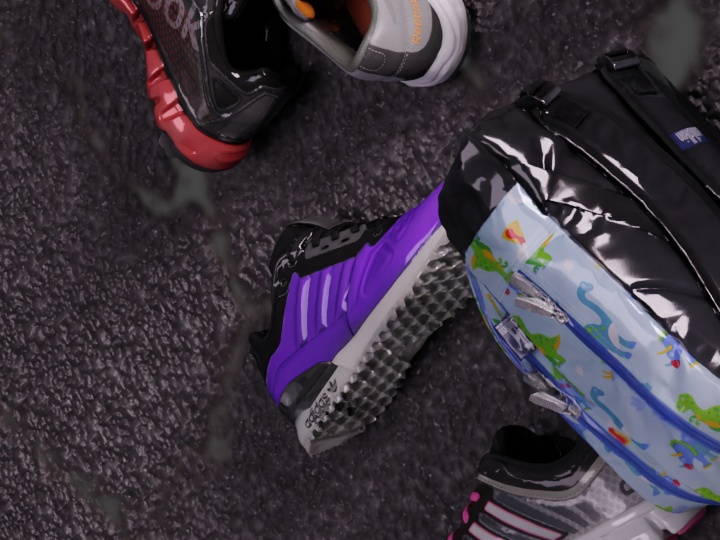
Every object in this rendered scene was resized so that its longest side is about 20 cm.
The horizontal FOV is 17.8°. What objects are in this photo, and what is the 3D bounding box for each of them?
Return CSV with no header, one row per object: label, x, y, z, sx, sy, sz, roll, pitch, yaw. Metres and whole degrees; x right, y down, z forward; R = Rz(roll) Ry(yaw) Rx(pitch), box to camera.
sneaker,-0.028,-0.172,1.203,0.200,0.079,0.074,46,124,25
sneaker,0.000,0.000,1.216,0.100,0.070,0.200,52,124,22
sneaker,0.079,0.126,1.173,0.200,0.074,0.088,-30,79,33
sneaker,-0.094,-0.159,1.263,0.098,0.071,0.201,-32,80,38
backpack,0.144,0.013,1.060,0.200,0.163,0.154,36,127,21
